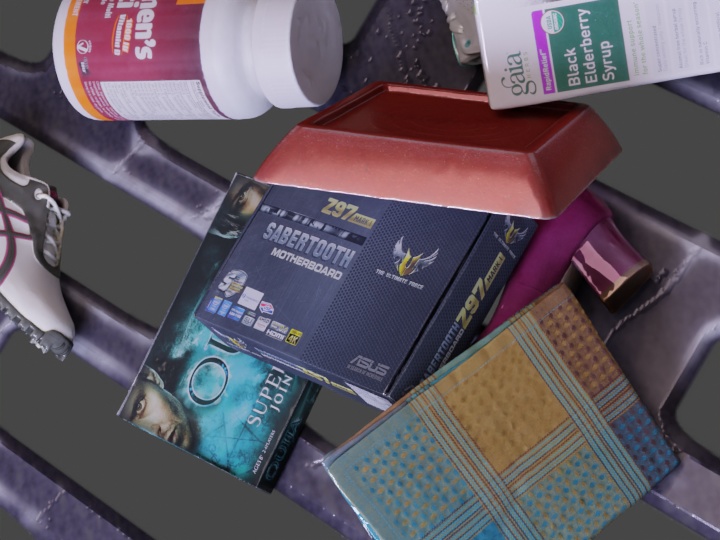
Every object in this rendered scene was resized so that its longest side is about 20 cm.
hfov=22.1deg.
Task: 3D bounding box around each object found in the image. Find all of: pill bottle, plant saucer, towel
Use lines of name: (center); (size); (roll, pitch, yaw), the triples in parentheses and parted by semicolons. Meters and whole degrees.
pill bottle: (-0.120, -0.167, 1.371); (0.198, 0.109, 0.111); (1, 73, 25)
plant saucer: (0.057, -0.086, 1.203); (0.198, 0.200, 0.037); (8, 109, 19)
towel: (0.090, 0.121, 1.144); (0.199, 0.022, 0.147); (-36, 97, -19)

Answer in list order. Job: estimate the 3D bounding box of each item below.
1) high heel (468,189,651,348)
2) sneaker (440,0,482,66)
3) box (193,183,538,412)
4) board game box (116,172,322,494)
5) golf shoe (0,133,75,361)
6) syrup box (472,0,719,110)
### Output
high heel: (0.092, 0.028, 1.223); (0.199, 0.068, 0.096); (-38, 64, -6)
sneaker: (0.081, -0.192, 1.314); (0.199, 0.075, 0.089); (32, 99, 29)
box: (0.000, 0.000, 1.229); (0.199, 0.051, 0.159); (20, 73, 43)
board game box: (-0.078, 0.042, 1.325); (0.134, 0.028, 0.202); (22, 82, 29)
golf shoe: (-0.259, -0.023, 1.407); (0.088, 0.077, 0.201); (-35, 62, 1)
syrup box: (0.176, -0.166, 1.213); (0.198, 0.082, 0.080); (-9, 106, 8)
